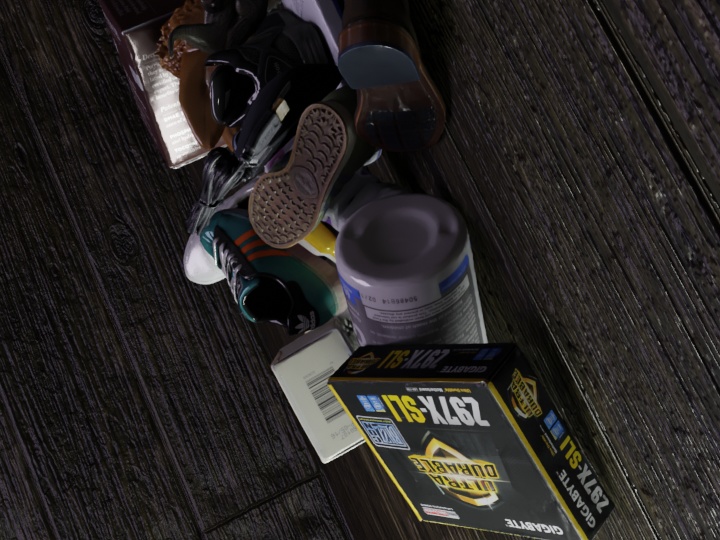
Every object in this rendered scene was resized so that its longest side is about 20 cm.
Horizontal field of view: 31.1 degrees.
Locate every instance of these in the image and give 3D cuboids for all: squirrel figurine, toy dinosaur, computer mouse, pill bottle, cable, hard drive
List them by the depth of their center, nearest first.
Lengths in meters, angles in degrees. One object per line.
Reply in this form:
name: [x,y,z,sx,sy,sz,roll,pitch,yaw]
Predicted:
computer mouse: [-0.079,-0.125,1.068,0.046,0.200,0.140,41,156,-1]
pill bottle: [0.049,0.045,1.104,0.114,0.112,0.202,-125,15,-47]
hard drive: [-0.028,-0.208,1.201,0.132,0.025,0.202,110,136,-76]
cable: [0.000,0.000,1.264,0.200,0.050,0.097,45,179,-3]
toy dinosaur: [-0.122,-0.261,1.284,0.103,0.076,0.202,89,-161,-54]
squirrel figurine: [-0.150,-0.230,1.524,0.201,0.141,0.187,55,-177,7]

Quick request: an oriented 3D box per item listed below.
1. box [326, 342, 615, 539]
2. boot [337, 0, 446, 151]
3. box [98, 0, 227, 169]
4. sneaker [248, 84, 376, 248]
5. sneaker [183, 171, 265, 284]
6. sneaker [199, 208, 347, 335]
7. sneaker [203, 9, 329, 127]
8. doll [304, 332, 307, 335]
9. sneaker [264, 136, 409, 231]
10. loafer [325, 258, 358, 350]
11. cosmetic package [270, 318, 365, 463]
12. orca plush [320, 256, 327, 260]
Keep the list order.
box: [0.082,0.133,1.013,0.199,0.049,0.161,-5,122,53]
boot: [0.025,-0.164,0.973,0.200,0.073,0.099,66,-158,-70]
box: [-0.222,-0.276,1.676,0.166,0.162,0.202,-127,17,-53]
sneaker: [-0.026,-0.095,1.113,0.067,0.090,0.200,47,145,7]
sneaker: [-0.141,-0.048,1.416,0.075,0.200,0.100,49,-148,1]
sneaker: [-0.106,0.000,1.291,0.199,0.079,0.072,29,134,36]
sneaker: [-0.101,-0.194,1.232,0.199,0.113,0.077,-132,22,-69]
doll: [-0.043,0.012,1.508,0.202,0.134,0.049,-93,17,-50]
sneaker: [-0.010,-0.066,1.205,0.200,0.081,0.089,41,177,24]
loafer: [0.029,0.066,1.332,0.201,0.069,0.070,56,160,9]
cosmetic package: [-0.029,0.109,1.233,0.105,0.072,0.200,61,178,0]
orca plush: [-0.040,-0.012,1.430,0.071,0.104,0.201,-55,31,25]
